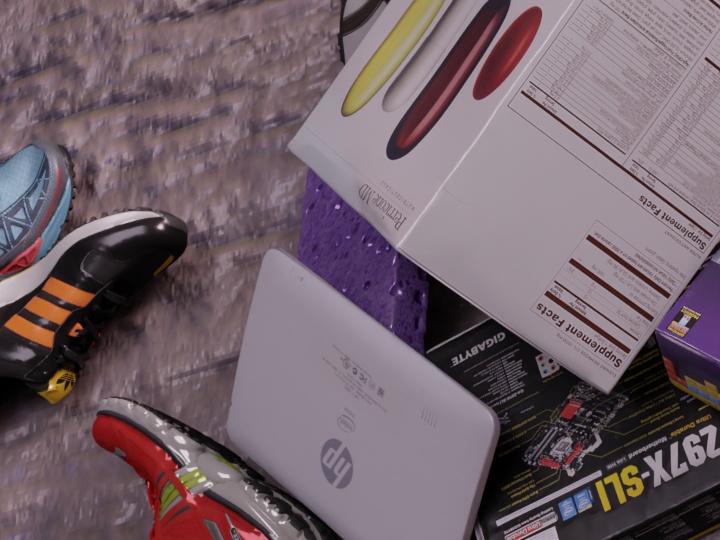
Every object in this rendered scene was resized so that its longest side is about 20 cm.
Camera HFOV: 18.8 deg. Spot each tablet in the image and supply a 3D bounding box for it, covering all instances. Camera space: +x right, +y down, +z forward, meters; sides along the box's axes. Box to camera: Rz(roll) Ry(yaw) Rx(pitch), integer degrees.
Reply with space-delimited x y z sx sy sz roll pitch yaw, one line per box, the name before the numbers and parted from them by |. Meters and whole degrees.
tablet | -0.004 0.087 1.198 0.200 0.014 0.131 37 124 41

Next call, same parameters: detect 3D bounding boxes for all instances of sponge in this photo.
sponge | 0.000 0.000 1.279 0.111 0.030 0.201 -31 44 48

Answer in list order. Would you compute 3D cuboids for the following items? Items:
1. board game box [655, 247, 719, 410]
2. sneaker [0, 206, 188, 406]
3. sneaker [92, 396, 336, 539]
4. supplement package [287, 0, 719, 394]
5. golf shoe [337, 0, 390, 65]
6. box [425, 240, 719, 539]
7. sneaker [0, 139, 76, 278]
board game box | 0.270 0.024 1.046 0.199 0.057 0.165 29 68 33
sneaker | -0.186 0.036 1.397 0.199 0.070 0.090 -27 65 19
sneaker | -0.103 0.139 1.263 0.200 0.077 0.085 32 88 43
supplement package | 0.097 -0.083 1.115 0.200 0.147 0.191 -55 26 4
golf shoe | 0.042 -0.167 1.294 0.095 0.077 0.201 -113 34 -53
box | 0.143 0.070 1.151 0.199 0.049 0.160 -30 52 16
sneaker | -0.280 -0.022 1.469 0.200 0.095 0.079 -40 48 7
